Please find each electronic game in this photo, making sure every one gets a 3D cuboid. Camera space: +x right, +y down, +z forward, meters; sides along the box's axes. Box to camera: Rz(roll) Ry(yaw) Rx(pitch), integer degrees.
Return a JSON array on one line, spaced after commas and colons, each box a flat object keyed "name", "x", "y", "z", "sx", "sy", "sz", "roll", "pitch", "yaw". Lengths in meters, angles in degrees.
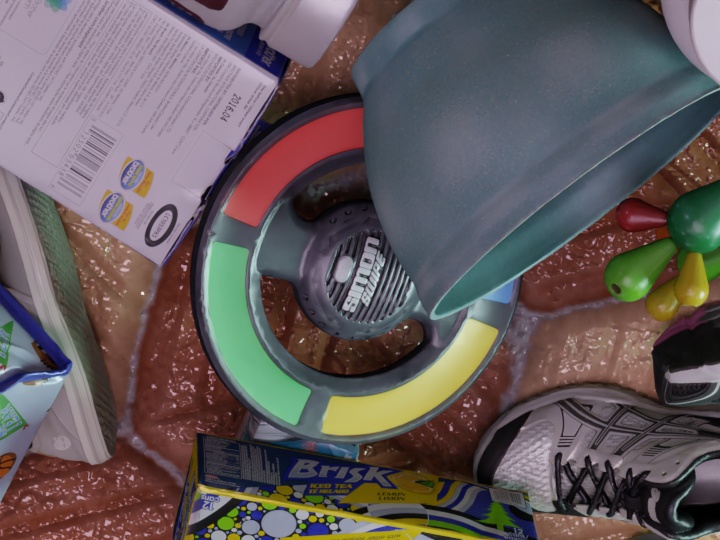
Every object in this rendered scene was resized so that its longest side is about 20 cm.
[{"name": "electronic game", "x": 0.000, "y": 0.000, "z": 1.559, "sx": 0.199, "sy": 0.042, "sz": 0.201, "roll": -6, "pitch": 106, "yaw": -21}]

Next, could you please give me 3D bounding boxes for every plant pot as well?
[{"name": "plant pot", "x": 0.078, "y": -0.087, "z": 1.473, "sx": 0.200, "sy": 0.200, "sz": 0.134, "roll": -40, "pitch": 80, "yaw": 20}]

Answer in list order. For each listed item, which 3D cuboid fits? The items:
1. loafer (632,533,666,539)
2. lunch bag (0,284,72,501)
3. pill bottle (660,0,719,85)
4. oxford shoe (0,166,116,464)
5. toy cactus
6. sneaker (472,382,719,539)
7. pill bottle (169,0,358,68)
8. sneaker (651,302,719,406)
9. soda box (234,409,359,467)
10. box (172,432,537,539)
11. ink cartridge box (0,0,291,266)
[{"name": "loafer", "x": 0.188, "y": 0.258, "z": 1.673, "sx": 0.071, "sy": 0.063, "sz": 0.201, "roll": -10, "pitch": 111, "yaw": 10}, {"name": "lunch bag", "x": -0.288, "y": 0.055, "z": 1.595, "sx": 0.200, "sy": 0.124, "sz": 0.170, "roll": 48, "pitch": 125, "yaw": 22}, {"name": "pill bottle", "x": 0.207, "y": -0.156, "z": 1.422, "sx": 0.110, "sy": 0.200, "sz": 0.112, "roll": 2, "pitch": 114, "yaw": 5}, {"name": "oxford shoe", "x": -0.189, "y": 0.026, "z": 1.615, "sx": 0.057, "sy": 0.075, "sz": 0.201, "roll": -8, "pitch": 116, "yaw": 8}, {"name": "toy cactus", "x": 0.227, "y": -0.043, "z": 1.516, "sx": 0.199, "sy": 0.103, "sz": 0.166, "roll": -5, "pitch": 131, "yaw": -6}, {"name": "sneaker", "x": 0.160, "y": 0.114, "z": 1.603, "sx": 0.199, "sy": 0.088, "sz": 0.076, "roll": -5, "pitch": 114, "yaw": 10}, {"name": "pill bottle", "x": -0.086, "y": -0.201, "z": 1.484, "sx": 0.199, "sy": 0.114, "sz": 0.114, "roll": 32, "pitch": 113, "yaw": -8}, {"name": "sneaker", "x": 0.265, "y": 0.064, "z": 1.575, "sx": 0.199, "sy": 0.080, "sz": 0.087, "roll": -6, "pitch": 113, "yaw": 10}, {"name": "soda box", "x": -0.065, "y": 0.163, "z": 1.657, "sx": 0.063, "sy": 0.068, "sz": 0.201, "roll": 19, "pitch": 113, "yaw": -9}, {"name": "box", "x": -0.003, "y": 0.151, "z": 1.581, "sx": 0.199, "sy": 0.064, "sz": 0.070, "roll": 11, "pitch": 116, "yaw": -9}, {"name": "ink cartridge box", "x": -0.129, "y": -0.099, "z": 1.553, "sx": 0.199, "sy": 0.076, "sz": 0.137, "roll": 33, "pitch": 113, "yaw": -6}]
